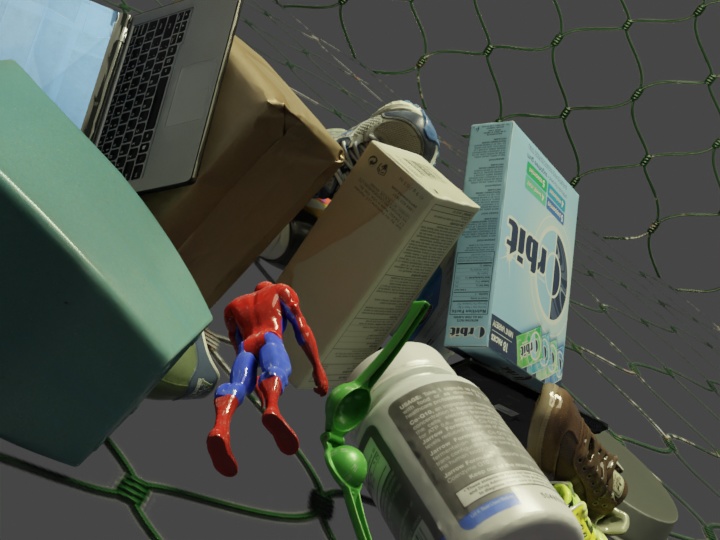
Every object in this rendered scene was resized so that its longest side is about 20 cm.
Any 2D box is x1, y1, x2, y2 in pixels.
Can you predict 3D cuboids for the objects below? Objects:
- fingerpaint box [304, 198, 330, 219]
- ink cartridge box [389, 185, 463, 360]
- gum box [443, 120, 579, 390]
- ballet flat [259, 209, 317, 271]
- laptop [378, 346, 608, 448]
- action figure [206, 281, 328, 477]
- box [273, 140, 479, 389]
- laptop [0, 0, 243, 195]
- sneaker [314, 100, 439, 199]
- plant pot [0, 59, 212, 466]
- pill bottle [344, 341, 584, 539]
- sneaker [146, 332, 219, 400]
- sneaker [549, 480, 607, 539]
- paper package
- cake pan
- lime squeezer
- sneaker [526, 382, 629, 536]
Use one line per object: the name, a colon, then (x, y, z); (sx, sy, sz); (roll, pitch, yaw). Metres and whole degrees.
fingerpaint box: (-0.035, -0.046, 1.230); (0.167, 0.074, 0.199); (44, 19, 29)
ink cartridge box: (0.068, 0.001, 1.099); (0.084, 0.147, 0.200); (33, -2, 20)
gum box: (0.141, -0.006, 1.002); (0.044, 0.202, 0.170); (-1, -20, 31)
ballet flat: (-0.112, -0.052, 1.117); (0.200, 0.068, 0.068); (34, 22, 32)
laptop: (0.097, 0.099, 1.038); (0.177, 0.199, 0.104); (26, 55, -31)
action figure: (-0.060, 0.081, 0.775); (0.200, 0.065, 0.099); (-94, 163, -59)
box: (0.000, 0.000, 0.936); (0.078, 0.201, 0.095); (43, 16, 25)
laptop: (-0.215, -0.159, 0.868); (0.116, 0.199, 0.189); (40, 52, -47)
sneaker: (-0.007, -0.101, 1.074); (0.085, 0.199, 0.077); (-37, 105, -38)
plant pot: (-0.194, 0.002, 0.641); (0.200, 0.141, 0.141); (42, 15, -1)
pill bottle: (0.063, 0.148, 0.807); (0.113, 0.114, 0.200); (24, 20, -38)
sneaker: (-0.158, 0.020, 0.798); (0.090, 0.067, 0.201); (24, 26, -41)
sneaker: (0.165, 0.216, 0.898); (0.199, 0.077, 0.075); (27, 16, -35)
paper package: (-0.139, -0.097, 0.933); (0.103, 0.191, 0.200); (34, 14, -46)
cake pan: (0.250, 0.212, 1.166); (0.200, 0.037, 0.200); (33, 16, -11)
lime squeezer: (0.005, 0.121, 0.779); (0.070, 0.202, 0.038); (2, -20, 18)
sneaker: (0.188, 0.161, 0.940); (0.075, 0.071, 0.201); (9, -33, 22)
